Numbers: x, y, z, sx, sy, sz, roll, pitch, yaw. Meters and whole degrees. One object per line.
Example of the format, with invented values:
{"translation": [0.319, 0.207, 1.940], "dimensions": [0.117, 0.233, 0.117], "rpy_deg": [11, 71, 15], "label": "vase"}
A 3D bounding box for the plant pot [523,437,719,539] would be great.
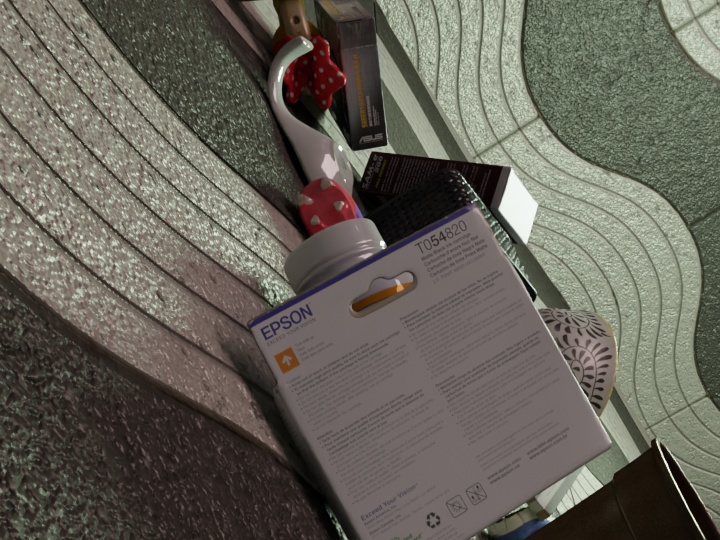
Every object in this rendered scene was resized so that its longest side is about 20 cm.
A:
{"translation": [0.219, 0.278, 1.021], "dimensions": [0.201, 0.197, 0.201], "rpy_deg": [55, 12, -18], "label": "plant pot"}

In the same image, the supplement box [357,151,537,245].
{"translation": [0.109, -0.091, 1.496], "dimensions": [0.109, 0.198, 0.061], "rpy_deg": [42, 63, -55], "label": "supplement box"}

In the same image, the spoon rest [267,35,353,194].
{"translation": [-0.057, -0.151, 1.308], "dimensions": [0.099, 0.060, 0.202], "rpy_deg": [13, 61, -72], "label": "spoon rest"}

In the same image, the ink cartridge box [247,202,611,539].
{"translation": [0.046, 0.083, 0.828], "dimensions": [0.201, 0.198, 0.041], "rpy_deg": [62, -19, 4], "label": "ink cartridge box"}

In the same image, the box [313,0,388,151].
{"translation": [-0.014, -0.255, 1.500], "dimensions": [0.200, 0.048, 0.160], "rpy_deg": [-115, -165, -65], "label": "box"}

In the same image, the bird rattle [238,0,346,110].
{"translation": [-0.070, -0.280, 1.447], "dimensions": [0.163, 0.112, 0.201], "rpy_deg": [79, -14, -77], "label": "bird rattle"}

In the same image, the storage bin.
{"translation": [0.102, -0.009, 1.381], "dimensions": [0.200, 0.135, 0.094], "rpy_deg": [44, 19, -50], "label": "storage bin"}

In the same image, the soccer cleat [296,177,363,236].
{"translation": [0.000, 0.000, 1.134], "dimensions": [0.201, 0.066, 0.076], "rpy_deg": [62, 8, 23], "label": "soccer cleat"}

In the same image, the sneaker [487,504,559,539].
{"translation": [0.193, 0.297, 1.197], "dimensions": [0.200, 0.078, 0.090], "rpy_deg": [27, 40, -53], "label": "sneaker"}

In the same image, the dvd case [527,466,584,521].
{"translation": [0.145, 0.135, 1.193], "dimensions": [0.200, 0.016, 0.149], "rpy_deg": [49, 35, 5], "label": "dvd case"}

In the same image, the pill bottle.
{"translation": [0.017, 0.066, 0.924], "dimensions": [0.201, 0.111, 0.111], "rpy_deg": [63, 13, 17], "label": "pill bottle"}

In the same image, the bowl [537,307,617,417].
{"translation": [0.197, 0.118, 1.401], "dimensions": [0.094, 0.201, 0.201], "rpy_deg": [29, 26, -27], "label": "bowl"}
